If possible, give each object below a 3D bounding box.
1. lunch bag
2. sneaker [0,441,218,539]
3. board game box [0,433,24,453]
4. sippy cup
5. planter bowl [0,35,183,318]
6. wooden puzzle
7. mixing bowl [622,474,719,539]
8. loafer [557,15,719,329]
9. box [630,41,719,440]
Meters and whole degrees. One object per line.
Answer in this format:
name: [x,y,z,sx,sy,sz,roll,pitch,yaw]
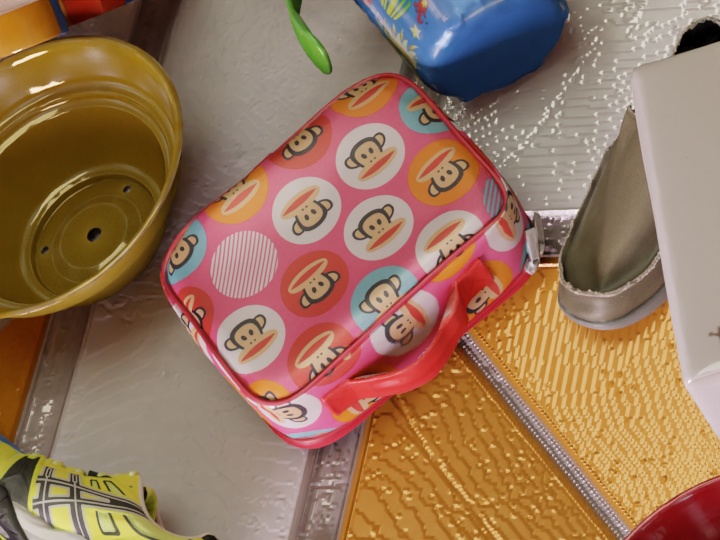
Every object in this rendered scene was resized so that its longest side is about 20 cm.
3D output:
lunch bag: [0.000,0.000,1.628,0.200,0.082,0.176,-39,51,-1]
sneaker: [-0.159,0.145,1.632,0.200,0.075,0.076,34,71,26]
board game box: [-0.321,0.123,1.748,0.200,0.037,0.151,29,77,39]
sippy cup: [0.055,-0.178,1.691,0.178,0.139,0.131,-44,57,25]
planter bowl: [-0.181,-0.040,1.747,0.200,0.083,0.201,-13,56,20]
wooden puzzle: [-0.228,-0.156,1.790,0.185,0.200,0.046,-16,96,31]
mixing bowl: [0.212,0.205,1.368,0.200,0.108,0.201,-14,55,21]
loafer: [0.162,-0.060,1.588,0.075,0.070,0.200,16,69,34]
box: [0.263,-0.012,1.438,0.199,0.171,0.199,-18,54,17]
